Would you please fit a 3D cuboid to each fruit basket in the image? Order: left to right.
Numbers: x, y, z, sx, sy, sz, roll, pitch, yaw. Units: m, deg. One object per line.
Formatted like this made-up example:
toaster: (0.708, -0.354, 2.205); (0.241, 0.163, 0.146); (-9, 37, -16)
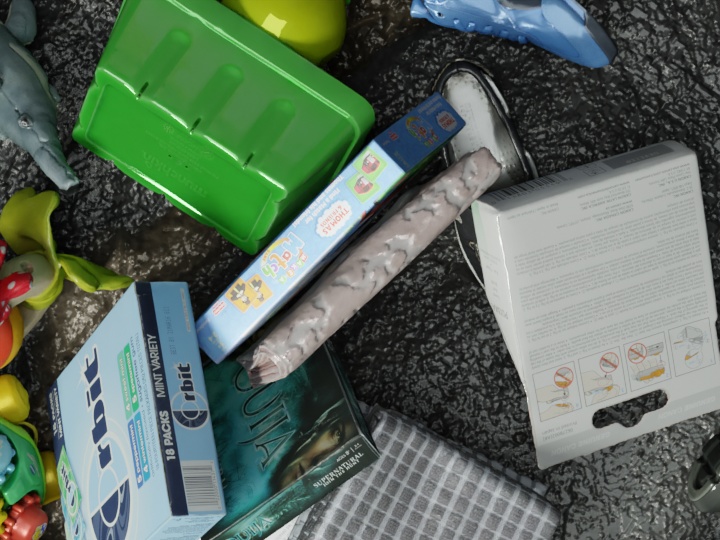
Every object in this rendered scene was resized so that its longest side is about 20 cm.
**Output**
fruit basket: (-0.081, -0.145, 1.726); (0.215, 0.156, 0.216); (10, 57, -15)

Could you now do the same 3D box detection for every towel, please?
towel: (0.000, 0.000, 1.641); (0.200, 0.191, 0.032); (-44, 93, -12)
towel: (0.032, 0.208, 1.686); (0.165, 0.086, 0.200); (28, 81, -3)

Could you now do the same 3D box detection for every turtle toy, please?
turtle toy: (-0.282, 0.179, 1.757); (0.145, 0.101, 0.200); (-24, 121, 0)

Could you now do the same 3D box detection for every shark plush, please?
shark plush: (-0.265, -0.124, 1.724); (0.091, 0.083, 0.200); (-29, 67, 12)

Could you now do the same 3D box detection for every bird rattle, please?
bird rattle: (-0.259, 0.033, 1.719); (0.113, 0.200, 0.163); (39, 121, 2)

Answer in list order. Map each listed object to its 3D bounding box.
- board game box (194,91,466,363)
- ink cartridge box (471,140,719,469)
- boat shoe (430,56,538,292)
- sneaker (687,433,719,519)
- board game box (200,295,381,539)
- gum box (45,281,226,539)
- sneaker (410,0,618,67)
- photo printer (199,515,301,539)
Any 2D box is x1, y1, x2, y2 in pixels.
board game box: (-0.022, -0.031, 1.678); (0.037, 0.151, 0.200); (46, 115, 1)
ink cartridge box: (0.174, 0.023, 1.727); (0.160, 0.050, 0.201); (-17, 113, -16)
boat shoe: (0.098, -0.057, 1.737); (0.074, 0.060, 0.201); (-14, 94, 6)
sneaker: (0.322, 0.105, 1.736); (0.079, 0.075, 0.200); (35, 104, -13)
board game box: (-0.067, 0.109, 1.703); (0.135, 0.200, 0.028); (-36, 120, 6)
gum box: (-0.161, 0.125, 1.685); (0.044, 0.200, 0.170); (1, 64, -27)
sneaker: (0.088, -0.190, 1.719); (0.200, 0.066, 0.079); (35, 85, 6)
photo printer: (-0.034, 0.215, 1.767); (0.200, 0.069, 0.166); (42, 95, 0)
